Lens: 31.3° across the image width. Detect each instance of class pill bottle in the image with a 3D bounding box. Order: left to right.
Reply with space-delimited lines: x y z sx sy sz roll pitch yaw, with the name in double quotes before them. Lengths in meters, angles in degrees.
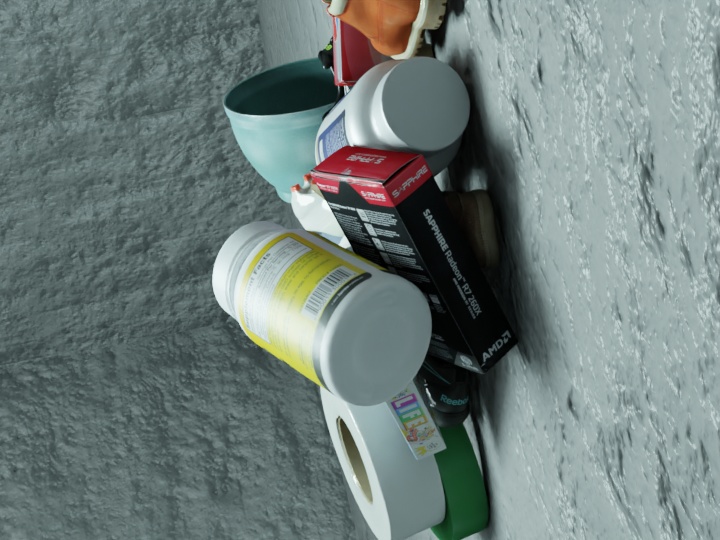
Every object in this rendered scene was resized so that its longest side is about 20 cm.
"pill bottle" -0.040 0.030 1.125 0.199 0.113 0.116 28 134 48
"pill bottle" 0.030 -0.127 1.176 0.200 0.109 0.113 153 106 -74

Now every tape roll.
"tape roll" 0.023 0.201 1.443 0.202 0.070 0.205 160 91 -78
"tape roll" 0.083 0.210 1.470 0.200 0.048 0.203 159 91 -77

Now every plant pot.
"plant pot" -0.058 -0.164 1.566 0.201 0.197 0.136 -115 12 -64

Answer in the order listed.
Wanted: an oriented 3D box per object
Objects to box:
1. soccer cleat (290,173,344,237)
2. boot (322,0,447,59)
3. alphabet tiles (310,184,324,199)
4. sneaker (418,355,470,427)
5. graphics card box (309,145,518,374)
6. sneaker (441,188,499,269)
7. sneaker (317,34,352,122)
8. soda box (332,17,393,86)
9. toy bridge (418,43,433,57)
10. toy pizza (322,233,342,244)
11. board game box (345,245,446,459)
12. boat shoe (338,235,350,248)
"soccer cleat" 0.004 -0.078 1.448 0.198 0.069 0.078 -5 118 43
"boot" 0.014 -0.242 1.152 0.200 0.105 0.076 137 138 -82
"alphabet tiles" 0.032 -0.022 1.291 0.199 0.008 0.167 40 179 -9
"sneaker" 0.079 0.077 1.403 0.201 0.074 0.080 -117 30 -47
"graphics card box" 0.046 -0.011 1.107 0.125 0.051 0.202 14 138 58
"sneaker" 0.073 -0.033 1.162 0.200 0.074 0.072 -149 49 -82
"sneaker" -0.002 -0.240 1.359 0.071 0.081 0.203 -117 35 -75
"soda box" 0.003 -0.288 1.281 0.070 0.062 0.204 -146 53 -82
"toy bridge" 0.055 -0.161 1.319 0.200 0.027 0.068 108 149 -75
"toy pizza" -0.007 0.033 1.560 0.200 0.031 0.203 165 90 -71
"board game box" 0.028 0.083 1.258 0.201 0.034 0.136 64 -175 -55
"boat shoe" 0.000 0.000 1.376 0.200 0.070 0.071 107 168 -80
